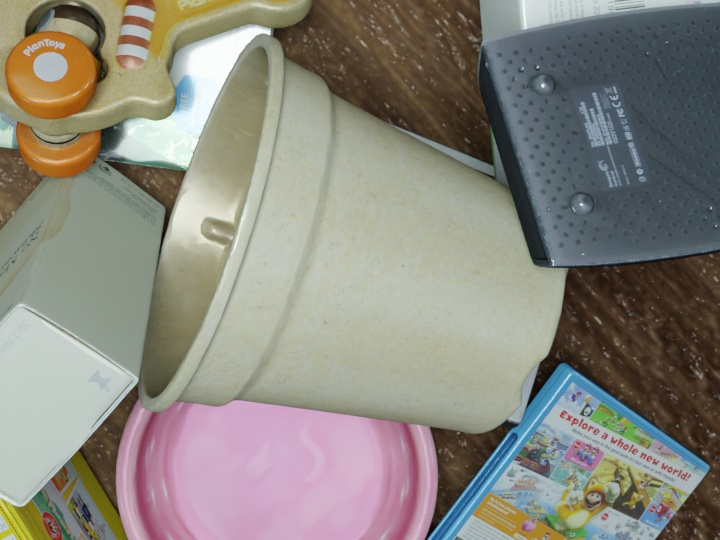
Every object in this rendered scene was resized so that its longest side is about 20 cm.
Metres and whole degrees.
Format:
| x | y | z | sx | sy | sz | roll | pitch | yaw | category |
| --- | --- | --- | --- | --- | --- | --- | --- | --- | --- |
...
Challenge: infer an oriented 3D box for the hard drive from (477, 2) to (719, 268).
| x | y | z | sx | sy | sz | roll | pitch | yaw | category |
| --- | --- | --- | --- | --- | --- | --- | --- | --- | --- |
| 0.162 | -0.069 | 0.678 | 0.199 | 0.042 | 0.135 | -10 | 75 | -20 | hard drive |

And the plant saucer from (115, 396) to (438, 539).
| x | y | z | sx | sy | sz | roll | pitch | yaw | category |
| --- | --- | --- | --- | --- | --- | --- | --- | --- | --- |
| -0.052 | 0.127 | 0.825 | 0.200 | 0.051 | 0.201 | 0 | 97 | -3 | plant saucer |

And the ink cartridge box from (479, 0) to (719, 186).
| x | y | z | sx | sy | sz | roll | pitch | yaw | category |
| --- | --- | --- | --- | --- | --- | --- | --- | --- | --- |
| 0.180 | -0.112 | 0.773 | 0.199 | 0.088 | 0.146 | -9 | 99 | -10 | ink cartridge box |

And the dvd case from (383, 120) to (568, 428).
| x | y | z | sx | sy | sz | roll | pitch | yaw | category |
| --- | --- | --- | --- | --- | --- | --- | --- | --- | --- |
| 0.027 | -0.008 | 0.798 | 0.200 | 0.025 | 0.151 | 21 | 75 | -5 | dvd case |

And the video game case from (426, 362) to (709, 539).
| x | y | z | sx | sy | sz | roll | pitch | yaw | category |
| --- | --- | --- | --- | --- | --- | --- | --- | --- | --- |
| 0.118 | 0.172 | 0.833 | 0.143 | 0.018 | 0.200 | 34 | 96 | -29 | video game case |

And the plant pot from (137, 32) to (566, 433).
| x | y | z | sx | sy | sz | roll | pitch | yaw | category |
| --- | --- | --- | --- | --- | --- | --- | --- | --- | --- |
| 0.000 | 0.000 | 0.694 | 0.183 | 0.200 | 0.201 | 17 | 97 | -18 | plant pot |

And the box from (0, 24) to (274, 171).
| x | y | z | sx | sy | sz | roll | pitch | yaw | category |
| --- | --- | --- | --- | --- | --- | --- | --- | --- | --- |
| -0.153 | -0.139 | 0.789 | 0.199 | 0.036 | 0.145 | 7 | 98 | -2 | box |

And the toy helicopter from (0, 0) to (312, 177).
| x | y | z | sx | sy | sz | roll | pitch | yaw | category |
| --- | --- | --- | --- | --- | --- | --- | --- | --- | --- |
| -0.123 | -0.146 | 0.737 | 0.200 | 0.079 | 0.132 | -20 | 69 | -17 | toy helicopter |

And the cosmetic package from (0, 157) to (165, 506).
| x | y | z | sx | sy | sz | roll | pitch | yaw | category |
| --- | --- | --- | --- | --- | --- | --- | --- | --- | --- |
| -0.170 | 0.022 | 0.716 | 0.073 | 0.200 | 0.104 | 38 | 108 | -20 | cosmetic package |

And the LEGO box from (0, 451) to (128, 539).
| x | y | z | sx | sy | sz | roll | pitch | yaw | category |
| --- | --- | --- | --- | --- | --- | --- | --- | --- | --- |
| -0.211 | 0.146 | 0.769 | 0.077 | 0.149 | 0.200 | -29 | 98 | 4 | LEGO box |
